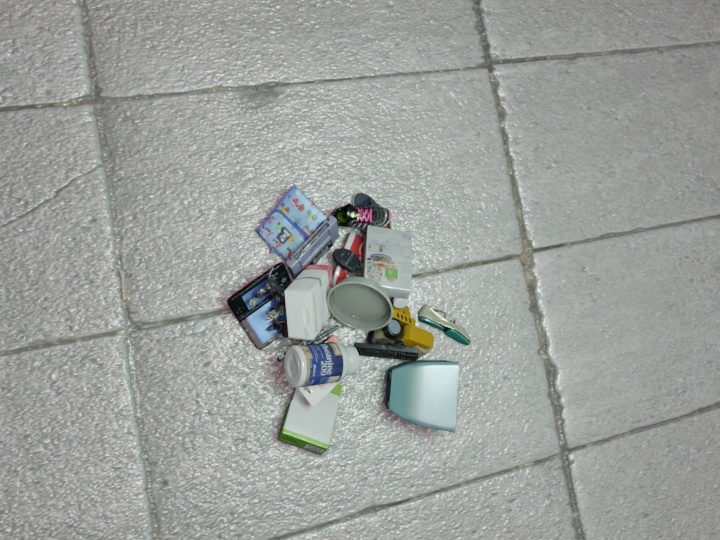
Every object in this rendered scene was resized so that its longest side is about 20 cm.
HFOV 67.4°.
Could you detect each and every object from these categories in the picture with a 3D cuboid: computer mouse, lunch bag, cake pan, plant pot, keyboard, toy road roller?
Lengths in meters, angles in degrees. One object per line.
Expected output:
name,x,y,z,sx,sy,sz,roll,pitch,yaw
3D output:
computer mouse,0.000,0.000,1.626,0.198,0.034,0.059,35,57,4
lunch bag,-0.211,-0.132,1.656,0.150,0.094,0.201,41,89,-5
cake pan,0.001,0.094,1.556,0.197,0.201,0.037,27,45,-8
plant pot,0.176,0.366,1.630,0.195,0.196,0.201,6,82,-4
keyboard,0.076,0.238,1.624,0.195,0.128,0.021,3,55,9
toy road roller,0.127,0.175,1.670,0.197,0.123,0.149,25,53,-20

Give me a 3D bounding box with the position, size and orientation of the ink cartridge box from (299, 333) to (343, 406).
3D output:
ink cartridge box,-0.119,0.298,1.591,0.117,0.067,0.199,52,52,-3

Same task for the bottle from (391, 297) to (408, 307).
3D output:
bottle,0.108,0.019,1.667,0.082,0.066,0.203,7,50,-19

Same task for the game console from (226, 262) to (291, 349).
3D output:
game console,-0.266,0.105,1.592,0.198,0.173,0.119,-36,64,-15

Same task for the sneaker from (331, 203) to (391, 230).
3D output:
sneaker,-0.005,-0.164,1.649,0.196,0.087,0.076,2,83,25

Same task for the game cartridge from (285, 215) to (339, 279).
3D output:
game cartridge,-0.139,-0.063,1.633,0.038,0.130,0.200,38,76,18

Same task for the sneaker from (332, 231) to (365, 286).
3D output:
sneaker,-0.020,-0.009,1.683,0.110,0.071,0.204,23,77,-6

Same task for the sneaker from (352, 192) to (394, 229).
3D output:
sneaker,0.049,-0.168,1.715,0.078,0.079,0.202,-37,91,-14

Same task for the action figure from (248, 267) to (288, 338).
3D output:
action figure,-0.249,0.098,1.521,0.101,0.118,0.204,-26,126,-25

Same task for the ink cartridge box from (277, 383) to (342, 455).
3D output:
ink cartridge box,-0.146,0.419,1.607,0.145,0.076,0.203,22,53,-10

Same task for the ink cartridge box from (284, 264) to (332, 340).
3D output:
ink cartridge box,-0.143,0.086,1.552,0.081,0.200,0.150,3,111,14

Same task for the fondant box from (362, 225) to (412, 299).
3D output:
fondant box,0.080,-0.026,1.606,0.141,0.059,0.204,8,59,-7

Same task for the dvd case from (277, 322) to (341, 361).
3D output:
dvd case,-0.154,0.211,1.586,0.197,0.149,0.016,-27,83,-15

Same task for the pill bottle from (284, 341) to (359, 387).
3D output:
pill bottle,-0.103,0.258,1.503,0.197,0.110,0.114,0,83,-36

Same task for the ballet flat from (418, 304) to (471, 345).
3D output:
ballet flat,0.280,0.170,1.738,0.197,0.067,0.063,29,68,-9
